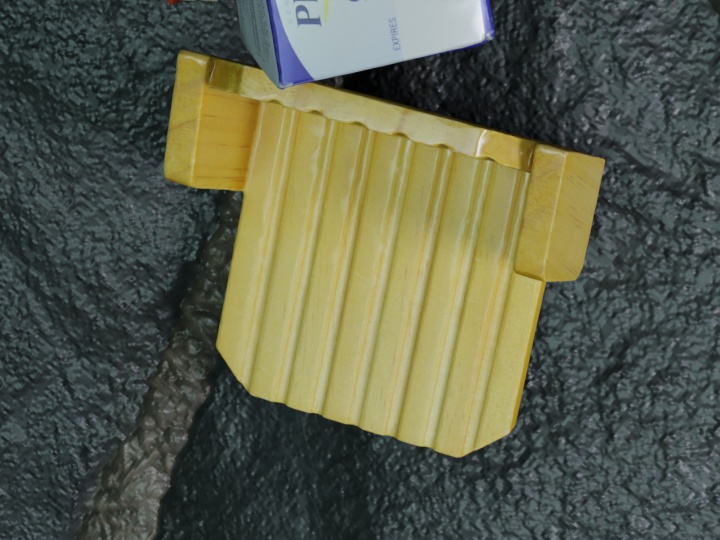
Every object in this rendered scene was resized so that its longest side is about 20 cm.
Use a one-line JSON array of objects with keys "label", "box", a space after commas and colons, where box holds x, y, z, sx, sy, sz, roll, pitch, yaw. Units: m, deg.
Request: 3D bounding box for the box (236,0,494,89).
[{"label": "box", "box": [-0.014, -0.195, 1.278, 0.105, 0.200, 0.185, -10, 103, -5]}]

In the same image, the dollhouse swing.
[{"label": "dollhouse swing", "box": [0.000, 0.000, 1.365, 0.199, 0.182, 0.176, 16, 95, 12]}]

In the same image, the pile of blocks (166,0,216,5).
[{"label": "pile of blocks", "box": [-0.110, -0.170, 1.340, 0.082, 0.200, 0.062, -11, 117, -6]}]
